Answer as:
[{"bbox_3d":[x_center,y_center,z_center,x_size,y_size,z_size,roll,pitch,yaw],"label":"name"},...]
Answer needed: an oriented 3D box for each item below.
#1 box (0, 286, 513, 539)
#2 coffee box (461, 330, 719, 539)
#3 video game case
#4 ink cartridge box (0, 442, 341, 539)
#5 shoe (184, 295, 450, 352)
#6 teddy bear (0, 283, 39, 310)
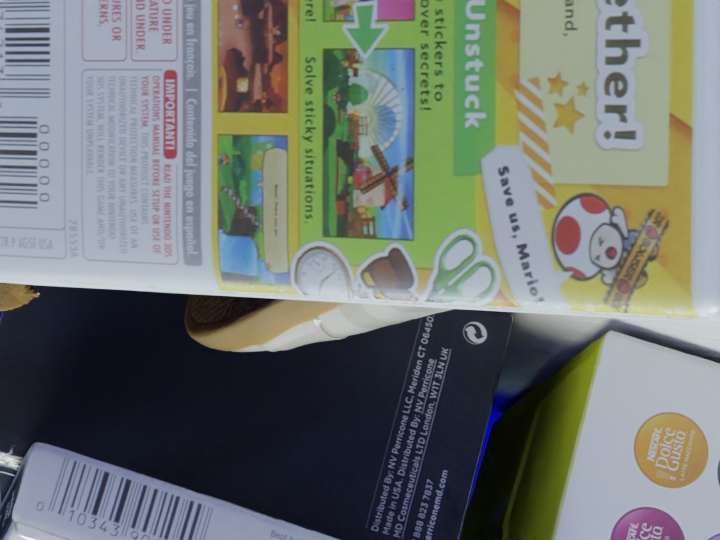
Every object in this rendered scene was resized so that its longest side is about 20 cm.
[{"bbox_3d":[-0.055,0.070,1.248,0.198,0.123,0.200,15,162,-2],"label":"box"},{"bbox_3d":[0.141,0.162,1.238,0.198,0.200,0.200,18,165,-7],"label":"coffee box"},{"bbox_3d":[-0.006,-0.094,0.554,0.182,0.200,0.023,3,-176,37],"label":"video game case"},{"bbox_3d":[-0.053,0.138,1.180,0.198,0.043,0.200,18,158,-8],"label":"ink cartridge box"},{"bbox_3d":[0.000,0.000,1.062,0.053,0.070,0.200,32,156,-23],"label":"shoe"},{"bbox_3d":[-0.106,-0.043,1.054,0.145,0.067,0.200,11,159,-17],"label":"teddy bear"}]
